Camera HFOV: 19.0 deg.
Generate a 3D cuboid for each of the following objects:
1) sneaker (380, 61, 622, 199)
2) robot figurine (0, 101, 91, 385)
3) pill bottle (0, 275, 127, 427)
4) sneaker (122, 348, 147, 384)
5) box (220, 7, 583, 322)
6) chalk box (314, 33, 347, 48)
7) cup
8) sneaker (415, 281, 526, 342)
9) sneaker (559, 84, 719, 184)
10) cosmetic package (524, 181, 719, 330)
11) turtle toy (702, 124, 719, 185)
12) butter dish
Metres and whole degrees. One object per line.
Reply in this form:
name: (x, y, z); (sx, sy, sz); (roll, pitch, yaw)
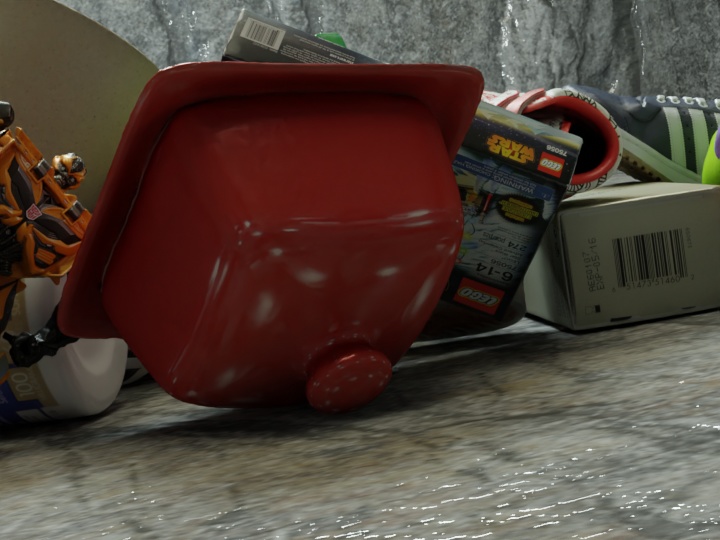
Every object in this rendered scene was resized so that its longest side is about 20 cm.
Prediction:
sneaker: (0.051, -0.085, 1.235); (0.200, 0.068, 0.108); (13, -8, -19)
robot figurine: (-0.217, 0.008, 1.113); (0.200, 0.145, 0.058); (-42, 15, -13)
pill bottle: (-0.245, 0.035, 1.238); (0.199, 0.121, 0.120); (-9, 4, 15)
sneaker: (-0.152, 0.036, 1.436); (0.115, 0.076, 0.200); (-6, 12, -34)
box: (0.009, -0.055, 1.200); (0.199, 0.040, 0.137); (21, -36, 0)
chalk box: (0.006, -0.066, 1.485); (0.123, 0.201, 0.124); (-8, 5, 18)
cup: (-0.232, -0.081, 1.326); (0.199, 0.144, 0.200); (19, -14, 5)
sneaker: (0.000, 0.000, 1.307); (0.199, 0.080, 0.071); (-4, -26, 4)
sneaker: (0.229, -0.097, 1.404); (0.199, 0.109, 0.070); (29, -1, 1)
cosmetic package: (0.153, -0.012, 1.328); (0.103, 0.074, 0.200); (-9, 5, -7)
turtle toy: (0.263, -0.056, 1.272); (0.101, 0.146, 0.200); (-32, 11, 2)
butter dish: (-0.029, 0.006, 1.080); (0.198, 0.148, 0.200); (-2, -40, -30)
